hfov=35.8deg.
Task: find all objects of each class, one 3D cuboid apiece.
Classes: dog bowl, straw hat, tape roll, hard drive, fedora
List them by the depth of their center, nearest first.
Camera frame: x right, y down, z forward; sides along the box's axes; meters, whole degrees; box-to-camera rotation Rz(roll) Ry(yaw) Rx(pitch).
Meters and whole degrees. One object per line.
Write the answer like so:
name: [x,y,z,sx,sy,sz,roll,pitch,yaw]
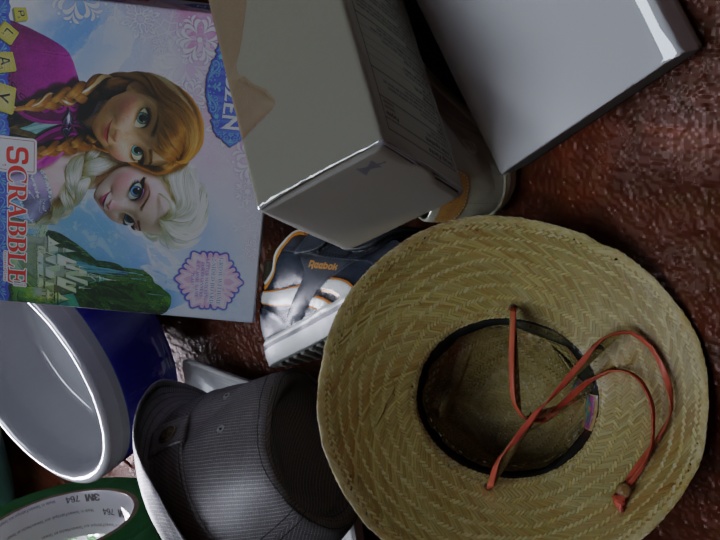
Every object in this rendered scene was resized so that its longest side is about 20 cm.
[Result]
hard drive: [0.075,-0.168,0.572,0.132,0.026,0.201,-33,80,50]
straw hat: [0.080,0.069,0.609,0.085,0.200,0.202,37,-151,-84]
fedora: [-0.057,0.125,0.722,0.090,0.200,0.177,-40,103,17]
dog bowl: [-0.247,0.071,0.926,0.199,0.079,0.201,25,132,31]
tape roll: [-0.270,0.250,1.011,0.200,0.200,0.049,5,109,48]

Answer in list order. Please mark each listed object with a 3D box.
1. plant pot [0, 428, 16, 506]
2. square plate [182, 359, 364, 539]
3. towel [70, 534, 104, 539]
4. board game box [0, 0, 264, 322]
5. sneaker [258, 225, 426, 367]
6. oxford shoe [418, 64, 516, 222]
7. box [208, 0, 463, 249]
plant pot: [-0.494,0.281,1.301,0.200,0.200,0.162,22,133,42]
square plate: [-0.061,0.175,0.873,0.199,0.028,0.200,9,113,47]
towel: [-0.286,0.346,1.211,0.199,0.023,0.154,2,106,49]
board game box: [-0.156,-0.073,0.706,0.041,0.198,0.201,-99,14,-68]
sneaker: [0.000,0.000,0.690,0.199,0.078,0.080,-24,75,44]
oxford shoe: [0.007,-0.096,0.659,0.200,0.058,0.076,44,136,30]
box: [-0.021,-0.123,0.594,0.077,0.095,0.201,-25,65,23]
